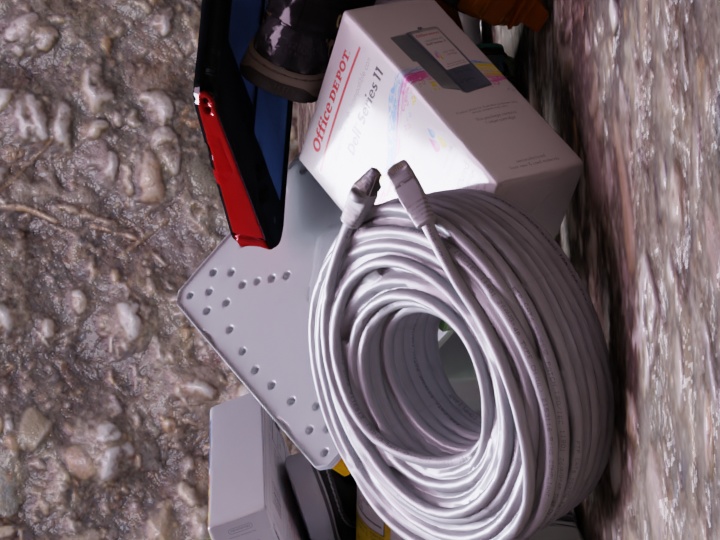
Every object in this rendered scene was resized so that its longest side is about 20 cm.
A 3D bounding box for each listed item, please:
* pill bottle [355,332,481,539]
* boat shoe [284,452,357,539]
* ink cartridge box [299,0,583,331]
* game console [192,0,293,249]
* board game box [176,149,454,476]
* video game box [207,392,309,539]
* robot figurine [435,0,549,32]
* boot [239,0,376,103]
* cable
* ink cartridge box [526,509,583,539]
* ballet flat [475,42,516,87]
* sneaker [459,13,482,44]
[{"bbox_3d":[0.053,0.136,1.724,0.113,0.112,0.201,-102,12,-63],"label":"pill bottle"},{"bbox_3d":[-0.009,0.150,1.817,0.200,0.056,0.069,50,-160,-80],"label":"boat shoe"},{"bbox_3d":[0.032,-0.075,1.580,0.200,0.067,0.117,50,138,34],"label":"ink cartridge box"},{"bbox_3d":[-0.069,-0.132,1.694,0.177,0.031,0.201,79,-169,-55],"label":"game console"},{"bbox_3d":[0.000,0.000,1.693,0.026,0.200,0.200,38,-174,-45],"label":"board game box"},{"bbox_3d":[-0.049,0.197,1.775,0.200,0.047,0.183,-97,-15,-71],"label":"video game box"},{"bbox_3d":[0.060,-0.179,1.700,0.145,0.058,0.200,-58,21,27],"label":"robot figurine"},{"bbox_3d":[-0.011,-0.204,1.652,0.200,0.073,0.151,-60,-8,-59],"label":"boot"},{"bbox_3d":[0.051,0.055,1.489,0.200,0.069,0.200,53,139,20],"label":"cable"},{"bbox_3d":[0.082,0.199,1.583,0.200,0.083,0.145,-104,13,-63],"label":"ink cartridge box"},{"bbox_3d":[0.036,-0.088,1.797,0.200,0.074,0.075,-28,62,59],"label":"ballet flat"},{"bbox_3d":[0.060,-0.141,1.865,0.088,0.075,0.201,-160,60,-74],"label":"sneaker"}]
